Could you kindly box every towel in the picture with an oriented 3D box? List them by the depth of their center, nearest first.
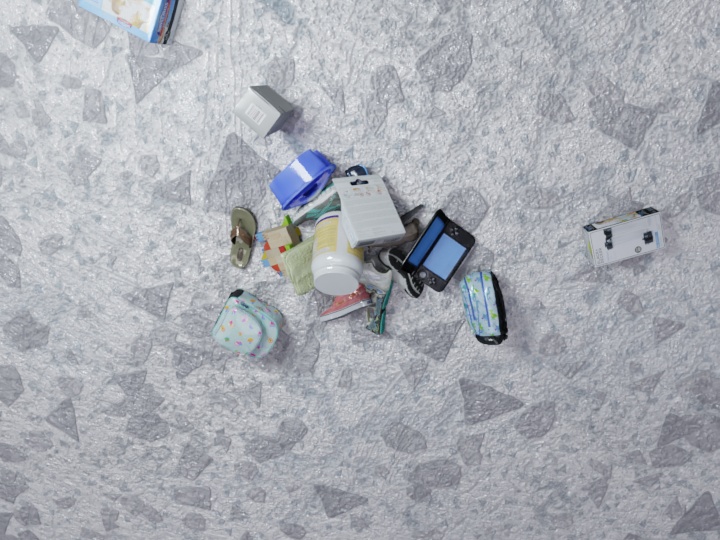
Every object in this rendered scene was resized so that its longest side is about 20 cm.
[{"bbox_3d":[-0.135,-0.027,1.520,0.036,0.200,0.149,5,123,52],"label":"towel"}]

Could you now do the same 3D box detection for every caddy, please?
[{"bbox_3d":[-0.157,-0.248,1.436,0.200,0.141,0.105,-39,92,17],"label":"caddy"}]

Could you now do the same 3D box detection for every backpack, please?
[{"bbox_3d":[0.371,0.101,1.530,0.153,0.163,0.202,5,106,18],"label":"backpack"},{"bbox_3d":[-0.353,0.180,1.622,0.199,0.153,0.176,28,106,-13],"label":"backpack"}]

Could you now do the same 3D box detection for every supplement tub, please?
[{"bbox_3d":[-0.062,-0.048,1.420,0.144,0.201,0.146,2,148,1],"label":"supplement tub"}]

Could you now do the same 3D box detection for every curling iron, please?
[{"bbox_3d":[0.103,-0.145,1.469,0.199,0.026,0.050,-30,81,-18],"label":"curling iron"}]

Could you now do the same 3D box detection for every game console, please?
[{"bbox_3d":[0.228,-0.051,1.476,0.175,0.116,0.201,33,95,-9],"label":"game console"}]

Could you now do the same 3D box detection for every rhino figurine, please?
[{"bbox_3d":[0.083,-0.098,1.508,0.199,0.088,0.060,-16,109,10],"label":"rhino figurine"}]

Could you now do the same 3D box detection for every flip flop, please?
[{"bbox_3d":[-0.368,-0.096,1.562,0.080,0.058,0.201,13,112,0],"label":"flip flop"}]

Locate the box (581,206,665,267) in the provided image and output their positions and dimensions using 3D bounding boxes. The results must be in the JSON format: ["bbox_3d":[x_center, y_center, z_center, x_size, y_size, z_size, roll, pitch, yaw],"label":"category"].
[{"bbox_3d":[0.755,-0.094,1.469,0.199,0.060,0.117,-15,109,10],"label":"box"}]

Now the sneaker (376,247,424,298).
[{"bbox_3d":[0.124,0.005,1.565,0.074,0.080,0.200,-49,119,-24],"label":"sneaker"}]

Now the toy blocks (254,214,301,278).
[{"bbox_3d":[-0.247,-0.054,1.561,0.136,0.100,0.201,-14,109,22],"label":"toy blocks"}]

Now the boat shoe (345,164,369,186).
[{"bbox_3d":[-0.002,-0.203,1.485,0.068,0.084,0.202,-14,96,-10],"label":"boat shoe"}]

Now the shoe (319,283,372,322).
[{"bbox_3d":[-0.056,0.095,1.610,0.199,0.071,0.092,-24,78,30],"label":"shoe"}]

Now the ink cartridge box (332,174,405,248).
[{"bbox_3d":[0.017,-0.166,1.407,0.159,0.201,0.047,-11,158,-29],"label":"ink cartridge box"}]

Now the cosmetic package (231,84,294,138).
[{"bbox_3d":[-0.253,-0.424,1.352,0.107,0.200,0.090,38,111,-13],"label":"cosmetic package"}]

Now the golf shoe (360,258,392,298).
[{"bbox_3d":[0.000,0.000,1.514,0.199,0.078,0.098,23,99,-5],"label":"golf shoe"}]

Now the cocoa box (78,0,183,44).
[{"bbox_3d":[-0.585,-0.690,1.311,0.199,0.131,0.134,26,111,-5],"label":"cocoa box"}]

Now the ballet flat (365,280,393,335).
[{"bbox_3d":[0.053,0.111,1.601,0.074,0.074,0.201,10,112,1],"label":"ballet flat"}]

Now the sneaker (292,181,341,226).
[{"bbox_3d":[-0.116,-0.174,1.493,0.199,0.078,0.091,-31,108,29],"label":"sneaker"}]
